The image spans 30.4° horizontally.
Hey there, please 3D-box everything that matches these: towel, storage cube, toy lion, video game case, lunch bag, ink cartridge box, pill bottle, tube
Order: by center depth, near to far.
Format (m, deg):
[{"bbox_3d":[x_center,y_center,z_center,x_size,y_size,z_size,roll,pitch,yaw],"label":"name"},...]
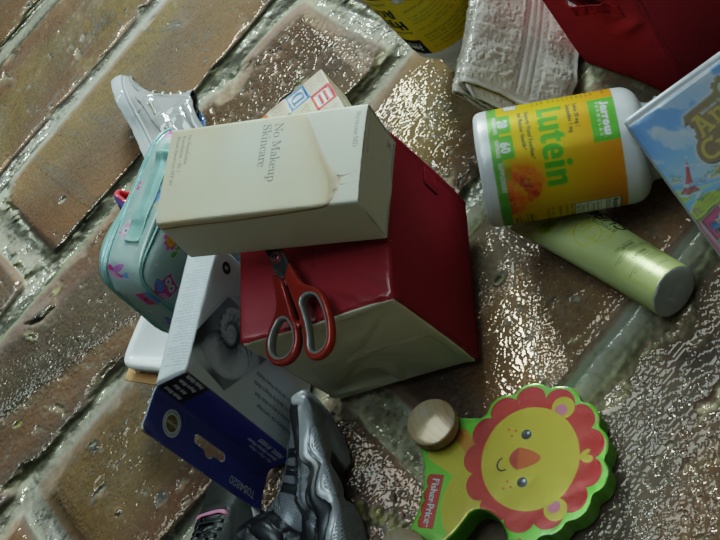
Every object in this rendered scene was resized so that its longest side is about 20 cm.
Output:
[{"bbox_3d":[0.364,-0.116,1.154,0.200,0.022,0.182,-36,83,11],"label":"video game case"},{"bbox_3d":[0.127,0.195,1.169,0.191,0.069,0.201,1,62,29],"label":"toy lion"},{"bbox_3d":[0.226,-0.022,1.246,0.200,0.058,0.052,39,115,49],"label":"tube"},{"bbox_3d":[0.212,-0.111,1.251,0.199,0.111,0.111,-10,53,8],"label":"pill bottle"},{"bbox_3d":[0.000,0.000,1.291,0.170,0.200,0.181,-17,58,26],"label":"storage cube"},{"bbox_3d":[0.291,-0.296,1.295,0.200,0.180,0.171,-52,45,-4],"label":"storage cube"},{"bbox_3d":[-0.120,0.107,1.307,0.040,0.200,0.201,-9,55,31],"label":"ink cartridge box"},{"bbox_3d":[-0.179,-0.044,1.370,0.077,0.160,0.201,3,62,37],"label":"lunch bag"},{"bbox_3d":[0.168,-0.241,1.386,0.034,0.132,0.201,-36,37,55],"label":"towel"},{"bbox_3d":[0.075,-0.300,1.438,0.111,0.200,0.112,-25,47,30],"label":"pill bottle"}]

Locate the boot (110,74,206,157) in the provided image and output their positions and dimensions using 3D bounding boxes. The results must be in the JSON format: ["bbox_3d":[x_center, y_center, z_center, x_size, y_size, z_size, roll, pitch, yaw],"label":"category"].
[{"bbox_3d":[-0.253,-0.206,1.725,0.095,0.074,0.200,-34,54,4],"label":"boot"}]

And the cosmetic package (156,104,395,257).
[{"bbox_3d":[-0.075,-0.078,1.192,0.199,0.073,0.104,-7,62,22],"label":"cosmetic package"}]

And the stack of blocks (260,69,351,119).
[{"bbox_3d":[-0.041,-0.124,1.509,0.115,0.059,0.200,-38,45,9],"label":"stack of blocks"}]

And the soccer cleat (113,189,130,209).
[{"bbox_3d":[-0.209,-0.117,1.609,0.200,0.073,0.068,-35,21,14],"label":"soccer cleat"}]

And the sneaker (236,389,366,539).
[{"bbox_3d":[-0.067,0.215,1.281,0.114,0.075,0.201,-28,50,15],"label":"sneaker"}]

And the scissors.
[{"bbox_3d":[-0.066,-0.004,1.202,0.073,0.014,0.201,-25,60,26],"label":"scissors"}]

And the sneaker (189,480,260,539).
[{"bbox_3d":[-0.153,0.273,1.290,0.070,0.099,0.201,-21,49,26],"label":"sneaker"}]

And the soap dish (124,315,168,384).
[{"bbox_3d":[-0.161,0.046,1.465,0.157,0.081,0.201,2,63,38],"label":"soap dish"}]
